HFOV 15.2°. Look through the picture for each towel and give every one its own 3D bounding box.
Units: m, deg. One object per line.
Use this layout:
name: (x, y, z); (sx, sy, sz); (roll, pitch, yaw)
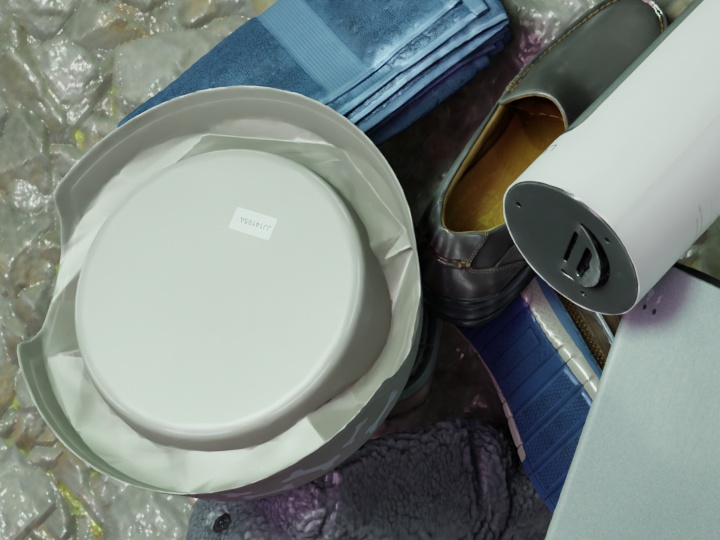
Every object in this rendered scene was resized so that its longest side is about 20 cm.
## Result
towel: (-0.027, -0.097, 1.375); (0.200, 0.049, 0.112); (-37, 49, -2)

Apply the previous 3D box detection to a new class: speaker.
speaker: (0.156, -0.070, 1.256); (0.081, 0.081, 0.200); (35, 63, 21)

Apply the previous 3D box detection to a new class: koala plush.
koala plush: (-0.013, 0.148, 1.388); (0.199, 0.183, 0.178); (-1, 104, 47)

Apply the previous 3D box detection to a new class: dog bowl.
dog bowl: (-0.061, 0.016, 1.266); (0.199, 0.059, 0.201); (-6, 67, 15)

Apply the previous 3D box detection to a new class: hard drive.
hard drive: (0.144, 0.107, 1.224); (0.139, 0.033, 0.201); (28, 102, 57)

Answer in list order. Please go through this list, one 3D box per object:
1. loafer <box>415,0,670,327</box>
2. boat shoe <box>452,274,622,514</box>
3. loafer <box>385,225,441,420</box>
loafer: (0.094, -0.064, 1.309); (0.073, 0.072, 0.200); (28, 67, 12)
boat shoe: (0.110, 0.049, 1.344); (0.072, 0.072, 0.201); (-41, 71, 45)
loafer: (0.000, 0.000, 1.372); (0.071, 0.063, 0.201); (-21, 52, 0)
